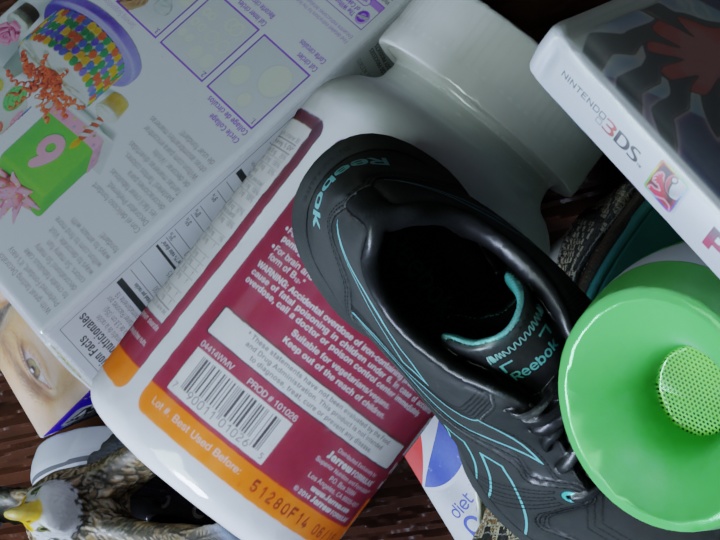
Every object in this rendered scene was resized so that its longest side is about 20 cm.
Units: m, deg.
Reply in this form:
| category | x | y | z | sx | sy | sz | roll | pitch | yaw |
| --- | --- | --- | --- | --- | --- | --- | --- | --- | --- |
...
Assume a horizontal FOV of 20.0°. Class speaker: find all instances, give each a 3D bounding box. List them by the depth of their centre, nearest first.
| category | x | y | z | sx | sy | sz | roll | pitch | yaw |
| --- | --- | --- | --- | --- | --- | --- | --- | --- | --- |
| speaker | 0.148 | 0.016 | 0.654 | 0.088 | 0.199 | 0.089 | 14 | 113 | 37 |

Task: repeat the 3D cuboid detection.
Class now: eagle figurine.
| category | x | y | z | sx | sy | sz | roll | pitch | yaw |
| --- | --- | --- | --- | --- | --- | --- | --- | --- | --- |
| eagle figurine | -0.101 | 0.101 | 0.878 | 0.198 | 0.151 | 0.153 | -12 | 113 | 13 |

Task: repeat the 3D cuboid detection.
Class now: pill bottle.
| category | x | y | z | sx | sy | sz | roll | pitch | yaw |
| --- | --- | --- | --- | --- | --- | --- | --- | --- | --- |
| pill bottle | 0.000 | 0.000 | 0.749 | 0.109 | 0.110 | 0.201 | 38 | 89 | 25 |

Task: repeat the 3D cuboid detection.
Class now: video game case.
| category | x | y | z | sx | sy | sz | roll | pitch | yaw |
| --- | --- | --- | --- | --- | --- | --- | --- | --- | --- |
| video game case | 0.174 | -0.032 | 0.616 | 0.183 | 0.199 | 0.023 | 49 | 139 | 17 |

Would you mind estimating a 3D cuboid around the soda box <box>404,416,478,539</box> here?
| category | x | y | z | sx | sy | sz | roll | pitch | yaw |
| --- | --- | --- | --- | --- | --- | --- | --- | --- | --- |
| soda box | 0.049 | 0.044 | 0.840 | 0.063 | 0.068 | 0.201 | -40 | 78 | 41 |

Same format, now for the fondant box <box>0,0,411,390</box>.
| category | x | y | z | sx | sy | sz | roll | pitch | yaw |
| --- | --- | --- | --- | --- | --- | --- | --- | --- | --- |
| fondant box | -0.079 | -0.069 | 0.824 | 0.144 | 0.200 | 0.058 | 43 | 171 | 36 |

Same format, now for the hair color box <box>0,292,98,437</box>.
| category | x | y | z | sx | sy | sz | roll | pitch | yaw |
| --- | --- | --- | --- | --- | --- | --- | --- | --- | --- |
| hair color box | -0.111 | -0.018 | 0.963 | 0.200 | 0.065 | 0.110 | -43 | 76 | 42 |

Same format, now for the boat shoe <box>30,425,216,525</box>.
| category | x | y | z | sx | sy | sz | roll | pitch | yaw |
| --- | --- | --- | --- | --- | --- | --- | --- | --- | --- |
| boat shoe | -0.088 | 0.116 | 0.973 | 0.198 | 0.070 | 0.067 | -4 | 63 | 35 |

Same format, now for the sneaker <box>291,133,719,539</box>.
| category | x | y | z | sx | sy | sz | roll | pitch | yaw |
| --- | --- | --- | --- | --- | --- | --- | --- | --- | --- |
| sneaker | 0.055 | 0.040 | 0.667 | 0.200 | 0.079 | 0.076 | 43 | 88 | -12 |

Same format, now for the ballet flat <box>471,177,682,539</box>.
| category | x | y | z | sx | sy | sz | roll | pitch | yaw |
| --- | --- | --- | --- | --- | --- | --- | --- | --- | --- |
| ballet flat | 0.080 | 0.039 | 0.763 | 0.075 | 0.068 | 0.202 | 6 | 72 | 49 |
